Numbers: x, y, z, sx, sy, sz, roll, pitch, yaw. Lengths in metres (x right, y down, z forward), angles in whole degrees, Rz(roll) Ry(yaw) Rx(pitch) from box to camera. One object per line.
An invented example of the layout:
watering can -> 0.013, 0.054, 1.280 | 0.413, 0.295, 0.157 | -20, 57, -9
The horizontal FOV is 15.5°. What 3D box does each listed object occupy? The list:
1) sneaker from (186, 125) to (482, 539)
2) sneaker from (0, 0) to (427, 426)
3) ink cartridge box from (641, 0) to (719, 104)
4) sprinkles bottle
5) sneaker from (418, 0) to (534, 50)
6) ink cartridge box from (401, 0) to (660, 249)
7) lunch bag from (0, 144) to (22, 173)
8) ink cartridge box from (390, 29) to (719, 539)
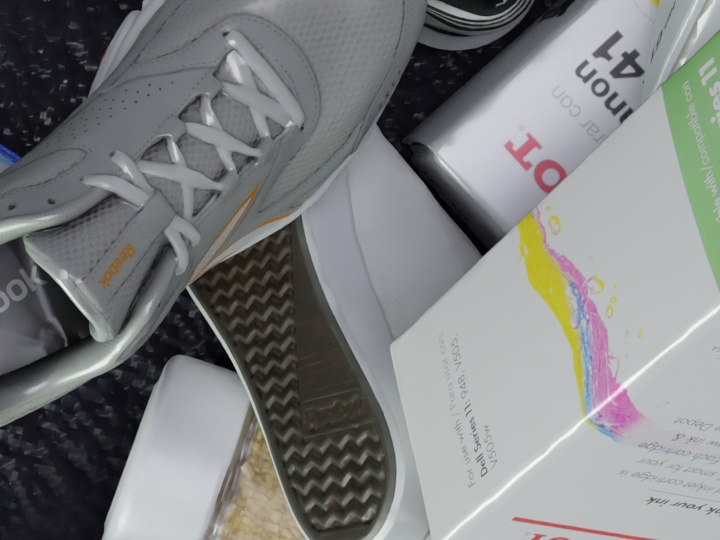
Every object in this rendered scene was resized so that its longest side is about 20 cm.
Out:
sneaker -> 0.000, 0.000, 0.784 | 0.085, 0.073, 0.200 | 6, 54, -39
sneaker -> -0.055, -0.017, 0.685 | 0.200, 0.092, 0.076 | -42, 106, -4
ink cartridge box -> 0.190, -0.081, 0.678 | 0.200, 0.085, 0.145 | 18, 133, -6
sprinkles bottle -> 0.024, 0.090, 0.801 | 0.200, 0.068, 0.068 | 20, 91, -3
sneaker -> -0.015, -0.150, 0.767 | 0.076, 0.115, 0.201 | -44, 93, -1
ink cartridge box -> 0.135, -0.051, 0.794 | 0.200, 0.086, 0.148 | -43, 94, -3
lunch bag -> -0.182, 0.014, 0.771 | 0.151, 0.094, 0.200 | 31, 74, 16
ink cartridge box -> 0.089, 0.023, 0.670 | 0.117, 0.200, 0.067 | 12, 51, -33
